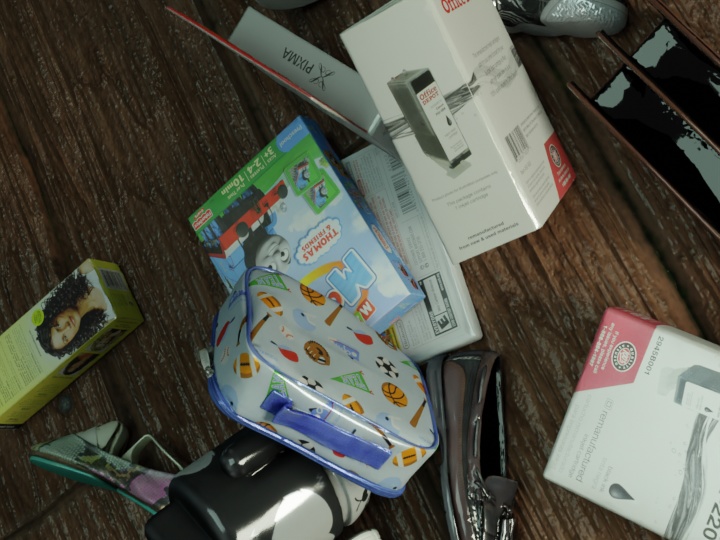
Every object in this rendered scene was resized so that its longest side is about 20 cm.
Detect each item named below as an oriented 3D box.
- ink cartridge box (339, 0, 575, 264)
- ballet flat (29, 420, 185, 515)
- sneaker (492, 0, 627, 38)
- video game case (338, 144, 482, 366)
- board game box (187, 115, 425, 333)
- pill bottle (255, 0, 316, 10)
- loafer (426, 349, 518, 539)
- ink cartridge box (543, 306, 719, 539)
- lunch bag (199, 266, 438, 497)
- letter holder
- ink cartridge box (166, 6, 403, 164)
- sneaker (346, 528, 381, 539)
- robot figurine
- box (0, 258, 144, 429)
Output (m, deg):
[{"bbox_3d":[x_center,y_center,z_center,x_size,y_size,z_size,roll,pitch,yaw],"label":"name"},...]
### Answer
[{"bbox_3d":[0.082,-0.129,1.012,0.082,0.147,0.202,-23,99,27],"label":"ink cartridge box"},{"bbox_3d":[-0.226,0.188,1.231,0.197,0.069,0.072,18,74,25],"label":"ballet flat"},{"bbox_3d":[0.136,-0.264,1.084,0.197,0.075,0.117,9,87,24],"label":"sneaker"},{"bbox_3d":[0.000,0.000,1.151,0.180,0.023,0.203,-25,74,23],"label":"video game case"},{"bbox_3d":[-0.052,-0.013,1.147,0.151,0.036,0.201,-40,69,18],"label":"board game box"},{"bbox_3d":[-0.085,-0.355,1.189,0.113,0.114,0.203,-27,71,23],"label":"pill bottle"},{"bbox_3d":[0.101,0.163,1.051,0.062,0.072,0.203,-16,74,21],"label":"loafer"},{"bbox_3d":[0.258,0.131,0.961,0.198,0.085,0.148,23,95,27],"label":"ink cartridge box"},{"bbox_3d":[-0.034,0.090,1.017,0.076,0.198,0.161,-52,23,23],"label":"lunch bag"},{"bbox_3d":[0.251,-0.111,0.961,0.101,0.142,0.201,-46,66,15],"label":"letter holder"},{"bbox_3d":[-0.046,-0.171,1.094,0.199,0.176,0.045,36,95,35],"label":"ink cartridge box"},{"bbox_3d":[-0.026,0.324,1.094,0.090,0.078,0.201,41,105,19],"label":"sneaker"},{"bbox_3d":[-0.081,0.197,1.078,0.126,0.199,0.150,58,155,-1],"label":"robot figurine"},{"bbox_3d":[-0.314,0.077,1.294,0.199,0.050,0.076,-40,67,19],"label":"box"}]
